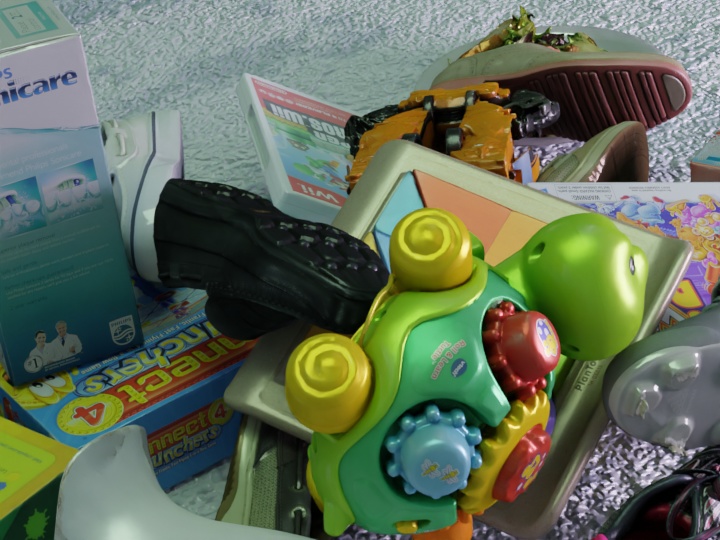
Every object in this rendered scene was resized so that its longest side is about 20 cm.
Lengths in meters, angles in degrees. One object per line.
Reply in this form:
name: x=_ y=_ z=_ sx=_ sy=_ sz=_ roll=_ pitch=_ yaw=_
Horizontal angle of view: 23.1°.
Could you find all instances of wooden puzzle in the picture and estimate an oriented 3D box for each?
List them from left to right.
wooden puzzle: x=0.049 y=0.025 z=0.917 sx=0.199 sy=0.037 sz=0.186 roll=20 pitch=64 yaw=26

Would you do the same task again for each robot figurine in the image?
robot figurine: x=0.054 y=-0.075 z=1.128 sx=0.144 sy=0.059 sz=0.200 roll=-5 pitch=17 yaw=11

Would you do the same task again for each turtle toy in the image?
turtle toy: x=0.051 y=0.046 z=0.804 sx=0.101 sy=0.146 sz=0.200 roll=33 pitch=69 yaw=20

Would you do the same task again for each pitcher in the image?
pitcher: x=-0.060 y=0.189 z=0.780 sx=0.199 sy=0.173 sz=0.121 roll=28 pitch=15 yaw=19

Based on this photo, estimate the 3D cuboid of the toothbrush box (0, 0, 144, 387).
toothbrush box: x=-0.201 y=-0.060 z=1.018 sx=0.085 sy=0.201 sz=0.146 roll=-19 pitch=32 yaw=-17

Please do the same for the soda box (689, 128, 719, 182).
soda box: x=0.305 y=-0.036 z=1.090 sx=0.199 sy=0.069 sz=0.064 roll=14 pitch=38 yaw=33

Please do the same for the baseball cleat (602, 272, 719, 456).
baseball cleat: x=0.189 y=0.036 z=0.892 sx=0.198 sy=0.070 sz=0.107 roll=-2 pitch=35 yaw=-30

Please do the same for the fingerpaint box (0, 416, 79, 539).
fingerpaint box: x=-0.263 y=0.140 z=0.940 sx=0.199 sy=0.074 sz=0.167 roll=16 pitch=38 yaw=35

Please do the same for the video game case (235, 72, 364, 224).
video game case: x=-0.006 y=-0.069 z=1.193 sx=0.142 sy=0.018 sz=0.200 roll=18 pitch=23 yaw=-20

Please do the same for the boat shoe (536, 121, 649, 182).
boat shoe: x=0.130 y=-0.042 z=1.141 sx=0.064 sy=0.073 sz=0.200 roll=6 pitch=33 yaw=31

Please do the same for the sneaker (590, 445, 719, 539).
sneaker: x=0.177 y=0.122 z=0.864 sx=0.080 sy=0.075 sz=0.200 roll=17 pitch=39 yaw=34

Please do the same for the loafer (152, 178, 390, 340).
loafer: x=-0.049 y=0.004 z=0.920 sx=0.068 sy=0.071 sz=0.200 roll=4 pitch=12 yaw=-35

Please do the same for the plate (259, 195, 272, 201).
plate: x=0.000 y=0.000 z=1.076 sx=0.199 sy=0.026 sz=0.200 roll=21 pitch=9 yaw=-3

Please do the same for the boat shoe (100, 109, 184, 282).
boat shoe: x=-0.145 y=-0.051 z=1.107 sx=0.065 sy=0.073 sz=0.200 roll=-2 pitch=30 yaw=-3

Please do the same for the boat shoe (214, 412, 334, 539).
boat shoe: x=-0.038 y=0.125 z=0.922 sx=0.065 sy=0.072 sz=0.201 roll=6 pitch=33 yaw=3

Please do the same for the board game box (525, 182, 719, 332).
board game box: x=0.198 y=0.011 z=0.992 sx=0.198 sy=0.045 sz=0.135 roll=-1 pitch=45 yaw=-13

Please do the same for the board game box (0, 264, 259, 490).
board game box: x=-0.132 y=0.047 z=1.074 sx=0.199 sy=0.056 sz=0.195 roll=-27 pitch=36 yaw=-27

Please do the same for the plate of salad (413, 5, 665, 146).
plate of salad: x=0.137 y=-0.151 z=1.336 sx=0.198 sy=0.048 sz=0.201 roll=-6 pitch=31 yaw=3

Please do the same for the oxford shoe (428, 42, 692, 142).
oxford shoe: x=0.137 y=-0.136 z=1.231 sx=0.198 sy=0.071 sz=0.075 roll=-1 pitch=44 yaw=26
